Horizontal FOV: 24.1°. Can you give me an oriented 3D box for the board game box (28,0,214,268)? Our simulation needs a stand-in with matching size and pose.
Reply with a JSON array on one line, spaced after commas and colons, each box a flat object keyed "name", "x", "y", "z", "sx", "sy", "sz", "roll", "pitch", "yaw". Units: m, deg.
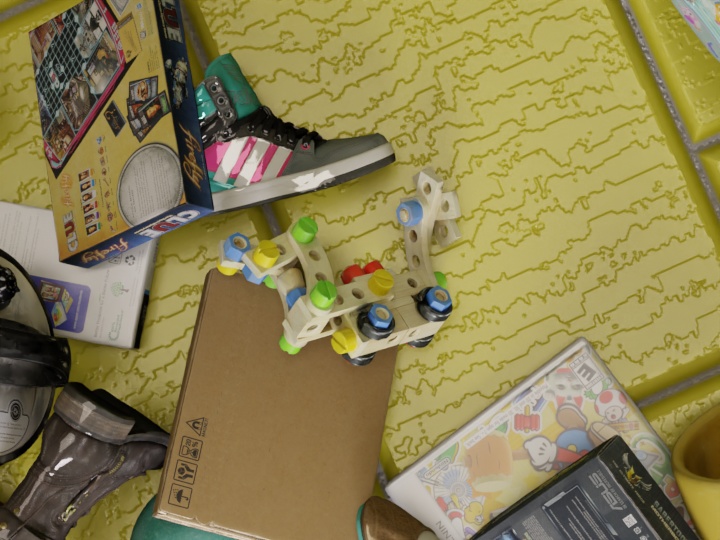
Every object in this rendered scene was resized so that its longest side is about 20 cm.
[{"name": "board game box", "x": -0.189, "y": -0.119, "z": 1.312, "sx": 0.135, "sy": 0.035, "sz": 0.201, "roll": -22, "pitch": 69, "yaw": 31}]

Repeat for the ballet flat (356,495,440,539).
[{"name": "ballet flat", "x": 0.060, "y": 0.257, "z": 1.276, "sx": 0.072, "sy": 0.068, "sz": 0.201, "roll": -9, "pitch": 107, "yaw": 29}]

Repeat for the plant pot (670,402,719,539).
[{"name": "plant pot", "x": 0.352, "y": 0.189, "z": 1.236, "sx": 0.200, "sy": 0.201, "sz": 0.190, "roll": -23, "pitch": 100, "yaw": 2}]

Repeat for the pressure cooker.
[{"name": "pressure cooker", "x": -0.321, "y": 0.066, "z": 1.241, "sx": 0.199, "sy": 0.176, "sz": 0.180, "roll": -9, "pitch": 119, "yaw": 26}]

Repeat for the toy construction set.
[{"name": "toy construction set", "x": 0.000, "y": 0.000, "z": 1.302, "sx": 0.199, "sy": 0.092, "sz": 0.132, "roll": -23, "pitch": 65, "yaw": -26}]

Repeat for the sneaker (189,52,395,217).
[{"name": "sneaker", "x": -0.079, "y": -0.115, "z": 1.335, "sx": 0.198, "sy": 0.084, "sz": 0.122, "roll": -12, "pitch": 95, "yaw": 4}]

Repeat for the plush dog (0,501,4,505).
[{"name": "plush dog", "x": -0.375, "y": 0.234, "z": 1.282, "sx": 0.199, "sy": 0.172, "sz": 0.162, "roll": 18, "pitch": 88, "yaw": 4}]

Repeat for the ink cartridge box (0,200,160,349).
[{"name": "ink cartridge box", "x": -0.267, "y": -0.002, "z": 1.359, "sx": 0.198, "sy": 0.039, "sz": 0.100, "roll": 11, "pitch": 87, "yaw": 3}]

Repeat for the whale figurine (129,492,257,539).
[{"name": "whale figurine", "x": -0.081, "y": 0.230, "z": 1.296, "sx": 0.198, "sy": 0.104, "sz": 0.160, "roll": 12, "pitch": 92, "yaw": 2}]

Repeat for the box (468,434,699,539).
[{"name": "box", "x": 0.188, "y": 0.245, "z": 1.249, "sx": 0.158, "sy": 0.051, "sz": 0.200, "roll": -41, "pitch": 83, "yaw": 33}]

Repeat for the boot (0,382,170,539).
[{"name": "boot", "x": -0.224, "y": 0.176, "z": 1.256, "sx": 0.069, "sy": 0.200, "sz": 0.175, "roll": 30, "pitch": 86, "yaw": 20}]

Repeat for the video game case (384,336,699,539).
[{"name": "video game case", "x": 0.150, "y": 0.184, "z": 1.326, "sx": 0.200, "sy": 0.023, "sz": 0.182, "roll": -37, "pitch": 85, "yaw": 1}]

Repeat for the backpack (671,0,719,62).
[{"name": "backpack", "x": 0.319, "y": -0.219, "z": 1.269, "sx": 0.200, "sy": 0.176, "sz": 0.153, "roll": 44, "pitch": 107, "yaw": 4}]

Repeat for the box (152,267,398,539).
[{"name": "box", "x": -0.059, "y": 0.112, "z": 1.290, "sx": 0.162, "sy": 0.021, "sz": 0.201, "roll": 17, "pitch": 64, "yaw": -14}]
